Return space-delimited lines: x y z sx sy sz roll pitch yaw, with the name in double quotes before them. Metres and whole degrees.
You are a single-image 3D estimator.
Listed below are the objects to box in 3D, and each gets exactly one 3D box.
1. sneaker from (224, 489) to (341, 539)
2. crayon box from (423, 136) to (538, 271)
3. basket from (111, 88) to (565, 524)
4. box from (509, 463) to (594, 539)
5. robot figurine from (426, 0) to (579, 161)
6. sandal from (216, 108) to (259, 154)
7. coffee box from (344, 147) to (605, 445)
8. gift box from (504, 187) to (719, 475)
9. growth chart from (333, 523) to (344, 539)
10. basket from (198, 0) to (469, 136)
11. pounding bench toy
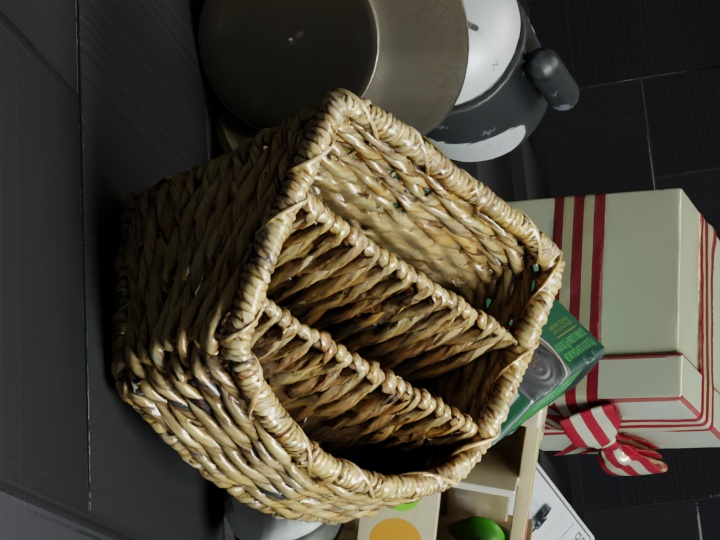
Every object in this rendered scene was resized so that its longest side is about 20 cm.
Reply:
"sneaker" -0.049 0.066 0.970 0.202 0.067 0.109 -84 161 -62
"crayon box" 0.051 -0.055 1.302 0.126 0.052 0.200 48 2 -35
"basket" -0.004 0.032 0.852 0.200 0.148 0.144 35 43 -43
"box" 0.088 0.155 1.343 0.060 0.116 0.200 -49 135 -11
"robot figurine" 0.079 -0.161 1.354 0.200 0.149 0.126 44 26 -64
"sandal" -0.028 -0.002 1.087 0.211 0.070 0.078 41 29 -12
"coffee box" 0.043 0.003 1.034 0.200 0.044 0.123 46 29 13
"gift box" 0.182 0.058 1.372 0.184 0.198 0.189 31 57 -55
"growth chart" -0.024 0.126 1.172 0.145 0.018 0.202 60 25 -61
"basket" -0.019 -0.153 1.116 0.182 0.135 0.200 65 18 -6
"pounding bench toy" 0.059 0.121 1.168 0.200 0.123 0.157 -58 154 -71
